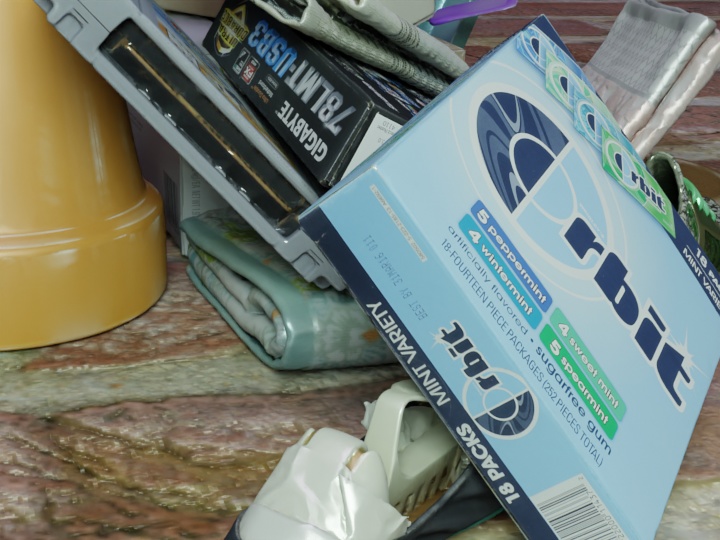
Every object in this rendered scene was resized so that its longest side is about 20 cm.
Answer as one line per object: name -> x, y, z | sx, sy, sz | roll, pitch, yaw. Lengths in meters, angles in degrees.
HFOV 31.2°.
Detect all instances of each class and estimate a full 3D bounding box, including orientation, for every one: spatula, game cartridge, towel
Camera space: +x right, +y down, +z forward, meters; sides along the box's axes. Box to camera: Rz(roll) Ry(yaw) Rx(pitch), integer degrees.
spatula -> 0.014, -0.192, 0.922 | 0.197, 0.021, 0.057 | 7, 23, 10
game cartridge -> -0.080, -0.082, 0.638 | 0.041, 0.200, 0.133 | -41, 22, 9
towel -> -0.042, -0.163, 0.697 | 0.192, 0.035, 0.199 | 38, 14, 25
towel -> 0.000, 0.000, 0.735 | 0.169, 0.049, 0.200 | -7, 21, -23
towel -> 0.144, -0.091, 0.830 | 0.032, 0.192, 0.200 | 37, 12, -10

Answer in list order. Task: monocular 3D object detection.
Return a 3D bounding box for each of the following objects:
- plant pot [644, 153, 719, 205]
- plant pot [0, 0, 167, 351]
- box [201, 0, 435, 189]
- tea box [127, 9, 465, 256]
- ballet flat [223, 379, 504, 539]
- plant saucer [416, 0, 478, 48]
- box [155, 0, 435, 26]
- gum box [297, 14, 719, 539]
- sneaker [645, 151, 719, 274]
plant pot -> 0.198, -0.060, 0.968 | 0.197, 0.028, 0.200 | 3, 18, -1
plant pot -> -0.209, -0.078, 0.721 | 0.197, 0.186, 0.201 | 2, 19, -1
box -> 0.031, -0.066, 0.689 | 0.197, 0.050, 0.200 | 25, 14, -35
tea box -> -0.055, -0.107, 0.903 | 0.194, 0.135, 0.200 | -5, 21, -19
ballet flat -> 0.001, 0.081, 0.467 | 0.072, 0.074, 0.199 | 15, 23, 32
plant saucer -> 0.054, -0.162, 1.007 | 0.019, 0.202, 0.070 | 20, 10, -27
box -> -0.052, -0.217, 0.859 | 0.198, 0.096, 0.078 | 15, 33, 31
gum box -> 0.079, -0.001, 0.535 | 0.044, 0.171, 0.200 | -32, 8, 34
sneaker -> 0.191, -0.029, 0.777 | 0.076, 0.090, 0.200 | 12, 21, 24
